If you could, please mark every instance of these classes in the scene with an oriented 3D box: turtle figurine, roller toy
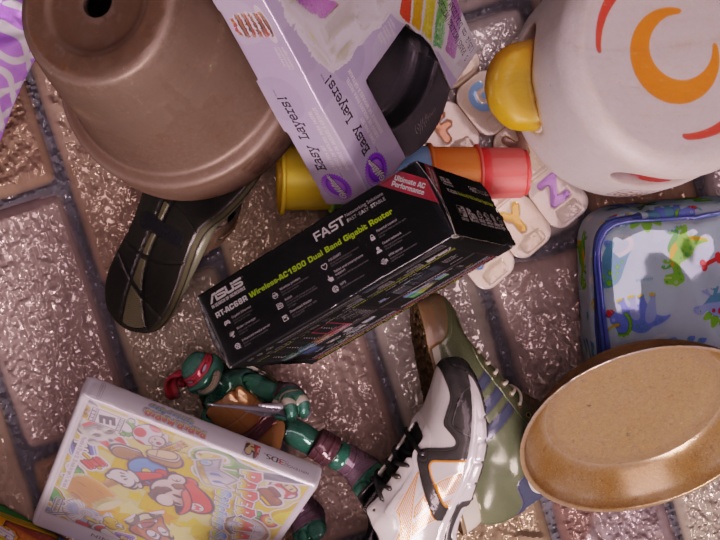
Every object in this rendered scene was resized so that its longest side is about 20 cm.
[{"bbox_3d":[-0.084,0.124,1.085,0.200,0.101,0.150,41,124,-21],"label":"turtle figurine"},{"bbox_3d":[0.213,-0.150,1.072,0.182,0.140,0.200,44,75,-7],"label":"roller toy"}]

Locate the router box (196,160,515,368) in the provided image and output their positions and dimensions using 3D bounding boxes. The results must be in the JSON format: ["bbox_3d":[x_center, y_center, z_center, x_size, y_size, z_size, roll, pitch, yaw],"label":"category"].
[{"bbox_3d":[0.000,0.000,1.027,0.200,0.150,0.062,-30,77,17],"label":"router box"}]

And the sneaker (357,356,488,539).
[{"bbox_3d":[0.044,0.160,1.056,0.080,0.074,0.201,9,105,-11],"label":"sneaker"}]

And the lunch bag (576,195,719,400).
[{"bbox_3d":[0.280,0.022,1.129,0.199,0.082,0.162,-4,100,-5],"label":"lunch bag"}]

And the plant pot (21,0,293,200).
[{"bbox_3d":[-0.148,-0.161,0.985,0.199,0.175,0.201,-2,82,15],"label":"plant pot"}]

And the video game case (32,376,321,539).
[{"bbox_3d":[-0.145,0.172,1.056,0.181,0.023,0.200,22,137,-8],"label":"video game case"}]

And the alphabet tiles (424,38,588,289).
[{"bbox_3d":[0.086,-0.092,1.130,0.200,0.015,0.196,-39,98,-1],"label":"alphabet tiles"}]

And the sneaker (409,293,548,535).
[{"bbox_3d":[0.100,0.108,1.126,0.089,0.067,0.201,-13,100,-9],"label":"sneaker"}]

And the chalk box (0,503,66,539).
[{"bbox_3d":[-0.236,0.290,1.073,0.199,0.125,0.124,30,92,-9],"label":"chalk box"}]

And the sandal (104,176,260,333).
[{"bbox_3d":[-0.134,-0.043,1.091,0.080,0.057,0.201,39,105,18],"label":"sandal"}]

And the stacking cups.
[{"bbox_3d":[0.034,-0.071,1.094,0.199,0.061,0.061,1,95,-10],"label":"stacking cups"}]

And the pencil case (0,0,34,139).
[{"bbox_3d":[-0.297,-0.119,1.049,0.085,0.084,0.201,22,91,-13],"label":"pencil case"}]

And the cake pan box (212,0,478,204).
[{"bbox_3d":[-0.003,-0.175,1.005,0.184,0.052,0.200,-54,132,-32],"label":"cake pan box"}]

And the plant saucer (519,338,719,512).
[{"bbox_3d":[0.219,0.115,1.090,0.199,0.036,0.201,-6,134,-6],"label":"plant saucer"}]
